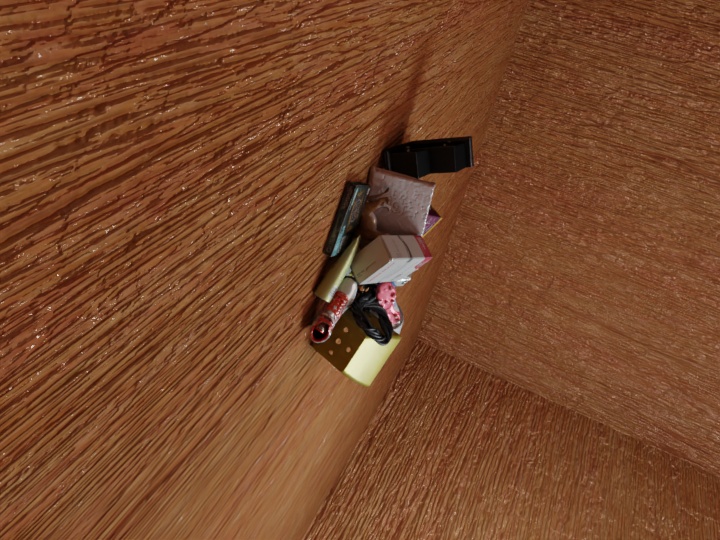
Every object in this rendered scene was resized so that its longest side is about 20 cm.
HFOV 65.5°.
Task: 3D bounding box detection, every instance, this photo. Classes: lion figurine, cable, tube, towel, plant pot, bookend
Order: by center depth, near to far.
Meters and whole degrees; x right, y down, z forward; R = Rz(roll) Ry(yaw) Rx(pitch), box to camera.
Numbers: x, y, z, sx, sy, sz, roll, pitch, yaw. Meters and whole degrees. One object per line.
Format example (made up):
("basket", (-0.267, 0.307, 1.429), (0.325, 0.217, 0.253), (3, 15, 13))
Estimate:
("tube", (-0.054, -0.009, 1.533), (0.052, 0.058, 0.200), (34, 88, -38))
("lion figurine", (0.023, -0.141, 1.602), (0.072, 0.122, 0.201), (-61, 155, -72))
("towel", (0.105, -0.190, 1.615), (0.032, 0.190, 0.201), (-72, 174, -51))
("cable", (0.033, 0.149, 1.634), (0.051, 0.164, 0.200), (-29, -175, 18))
("bookend", (0.200, -0.327, 1.638), (0.200, 0.198, 0.093), (-31, 119, -52))
("plant pot", (-0.031, 0.225, 1.742), (0.200, 0.200, 0.176), (-57, 154, 7))

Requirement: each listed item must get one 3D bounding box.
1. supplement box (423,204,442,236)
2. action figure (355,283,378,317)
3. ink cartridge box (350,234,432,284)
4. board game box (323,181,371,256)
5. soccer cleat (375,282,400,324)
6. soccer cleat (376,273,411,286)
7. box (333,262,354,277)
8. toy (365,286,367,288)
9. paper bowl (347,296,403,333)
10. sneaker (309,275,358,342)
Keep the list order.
("supplement box", (0.153, -0.185, 1.778), (0.103, 0.131, 0.200), (-45, 161, 22))
("action figure", (0.013, 0.045, 1.777), (0.119, 0.102, 0.201), (11, 86, -51))
("ink cartridge box", (0.085, -0.032, 1.598), (0.146, 0.085, 0.200), (-37, 161, 35))
("board game box", (-0.034, -0.139, 1.502), (0.201, 0.028, 0.135), (-70, 166, 13))
("soccer cleat", (0.084, 0.092, 1.770), (0.077, 0.066, 0.200), (-107, 178, -46))
("soccer cleat", (0.106, 0.032, 1.814), (0.200, 0.086, 0.070), (148, -54, -75))
("box", (0.000, 0.000, 1.653), (0.200, 0.041, 0.039), (2, 94, -50))
("toy", (0.030, 0.011, 1.933), (0.115, 0.047, 0.200), (-62, 176, 19))
("paper bowl", (0.050, 0.149, 1.917), (0.201, 0.200, 0.105), (-49, 158, -51))
("sneaker", (-0.074, 0.113, 1.559), (0.202, 0.067, 0.108), (-53, -172, 17))
